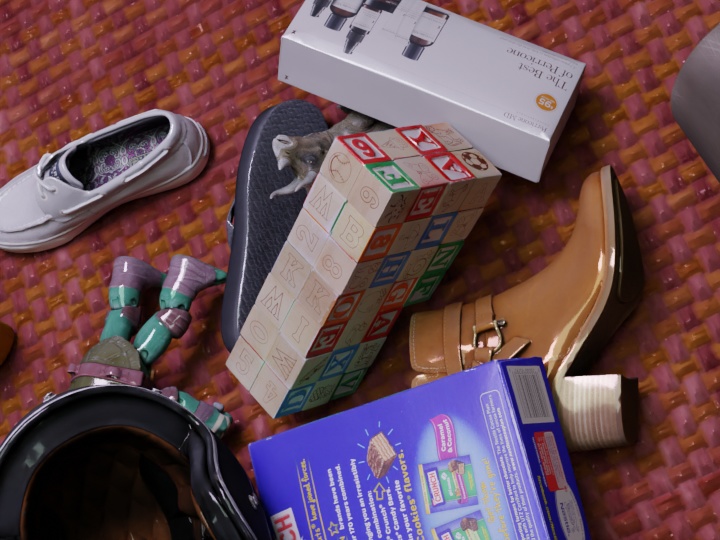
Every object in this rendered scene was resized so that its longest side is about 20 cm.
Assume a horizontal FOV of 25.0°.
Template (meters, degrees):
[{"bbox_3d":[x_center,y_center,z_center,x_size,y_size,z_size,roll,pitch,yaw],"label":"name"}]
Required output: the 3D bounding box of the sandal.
[{"bbox_3d":[-0.072,-0.033,1.194,0.043,0.076,0.201,-2,70,48],"label":"sandal"}]

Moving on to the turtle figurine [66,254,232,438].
[{"bbox_3d":[-0.166,0.089,1.180,0.149,0.101,0.201,8,71,23],"label":"turtle figurine"}]

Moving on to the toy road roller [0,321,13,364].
[{"bbox_3d":[-0.362,0.066,1.249,0.146,0.123,0.201,23,82,14],"label":"toy road roller"}]

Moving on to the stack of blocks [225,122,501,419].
[{"bbox_3d":[0.000,0.000,1.105,0.059,0.115,0.200,45,125,26],"label":"stack of blocks"}]

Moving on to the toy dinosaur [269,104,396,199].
[{"bbox_3d":[0.028,-0.088,1.174,0.199,0.077,0.103,0,69,-11],"label":"toy dinosaur"}]

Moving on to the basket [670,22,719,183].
[{"bbox_3d":[0.296,-0.067,1.019,0.136,0.181,0.200,-21,53,-17],"label":"basket"}]

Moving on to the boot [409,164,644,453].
[{"bbox_3d":[0.109,0.027,1.103,0.154,0.074,0.201,-3,70,25],"label":"boot"}]

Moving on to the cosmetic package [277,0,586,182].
[{"bbox_3d":[0.049,-0.139,1.136,0.199,0.051,0.083,22,57,9],"label":"cosmetic package"}]

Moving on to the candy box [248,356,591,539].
[{"bbox_3d":[0.040,0.164,1.052,0.199,0.077,0.170,-20,77,27],"label":"candy box"}]

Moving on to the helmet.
[{"bbox_3d":[-0.153,0.176,1.053,0.200,0.200,0.191,-46,45,3],"label":"helmet"}]

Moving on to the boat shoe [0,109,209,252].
[{"bbox_3d":[-0.216,-0.071,1.259,0.199,0.069,0.072,-16,69,16],"label":"boat shoe"}]
